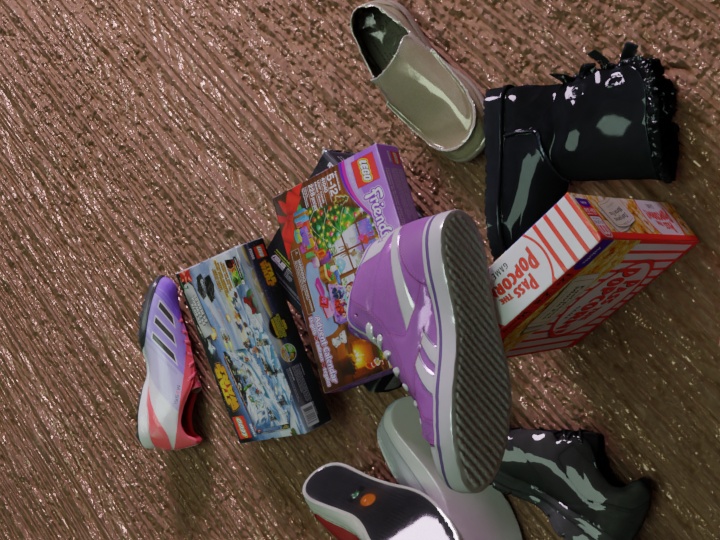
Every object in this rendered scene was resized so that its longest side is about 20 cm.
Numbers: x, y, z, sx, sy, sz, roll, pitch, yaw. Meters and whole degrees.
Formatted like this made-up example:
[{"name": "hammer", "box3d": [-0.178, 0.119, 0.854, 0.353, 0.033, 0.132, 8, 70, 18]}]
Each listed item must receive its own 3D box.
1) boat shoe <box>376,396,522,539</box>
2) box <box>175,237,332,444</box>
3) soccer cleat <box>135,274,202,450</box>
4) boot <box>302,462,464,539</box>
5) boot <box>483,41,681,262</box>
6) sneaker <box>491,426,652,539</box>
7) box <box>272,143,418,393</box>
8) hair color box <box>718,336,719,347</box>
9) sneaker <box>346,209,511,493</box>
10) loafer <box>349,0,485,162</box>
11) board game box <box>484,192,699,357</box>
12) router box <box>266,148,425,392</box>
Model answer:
[{"name": "boat shoe", "box3d": [0.079, 0.216, 1.030, 0.200, 0.072, 0.069, 51, 147, 13]}, {"name": "box", "box3d": [-0.114, 0.078, 1.138, 0.137, 0.040, 0.201, -18, 93, 52]}, {"name": "soccer cleat", "box3d": [-0.215, 0.106, 1.255, 0.073, 0.068, 0.201, 1, 88, 13]}, {"name": "boot", "box3d": [0.040, 0.272, 1.020, 0.200, 0.072, 0.145, 18, 139, 50]}, {"name": "boot", "box3d": [0.191, -0.086, 0.936, 0.162, 0.073, 0.200, -5, 87, 34]}, {"name": "sneaker", "box3d": [0.168, 0.169, 0.962, 0.199, 0.076, 0.091, 32, 103, 22]}, {"name": "box", "box3d": [0.000, 0.000, 1.018, 0.136, 0.039, 0.201, -24, 76, 34]}, {"name": "hair color box", "box3d": [0.378, 0.028, 0.800, 0.199, 0.061, 0.102, 13, 99, 37]}, {"name": "sneaker", "box3d": [0.045, 0.065, 0.803, 0.114, 0.072, 0.202, -16, 71, 40]}, {"name": "loafer", "box3d": [0.048, -0.183, 1.039, 0.076, 0.068, 0.200, -49, 64, 27]}, {"name": "board game box", "box3d": [0.169, 0.006, 0.871, 0.152, 0.199, 0.046, -46, 66, 29]}, {"name": "router box", "box3d": [0.004, -0.002, 1.079, 0.200, 0.062, 0.150, 46, 117, 27]}]
